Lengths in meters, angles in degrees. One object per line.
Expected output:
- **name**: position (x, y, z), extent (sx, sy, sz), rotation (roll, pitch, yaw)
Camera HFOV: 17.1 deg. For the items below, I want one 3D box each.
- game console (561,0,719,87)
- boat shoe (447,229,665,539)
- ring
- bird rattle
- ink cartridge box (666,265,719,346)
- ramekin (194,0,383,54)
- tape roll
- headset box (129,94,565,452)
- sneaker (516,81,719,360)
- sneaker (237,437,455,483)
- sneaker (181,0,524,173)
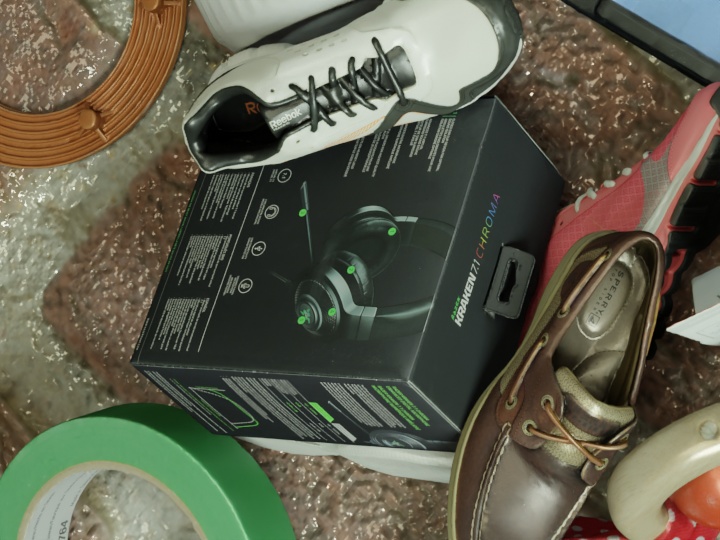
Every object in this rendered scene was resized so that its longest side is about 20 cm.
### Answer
- **game console**: position (0.205, -0.189, 1.278), extent (0.200, 0.116, 0.176), rotation (34, 98, 22)
- **boat shoe**: position (0.105, 0.069, 1.216), extent (0.072, 0.072, 0.200), rotation (29, 80, -9)
- **ring**: position (-0.201, -0.164, 1.495), extent (0.200, 0.019, 0.201), rotation (-2, 85, 22)
- **bird rattle**: position (0.186, 0.106, 1.244), extent (0.199, 0.163, 0.113), rotation (-16, 61, 11)
- **ink cartridge box**: position (0.238, -0.016, 1.202), extent (0.160, 0.200, 0.047), rotation (-28, 76, 18)
- **ramekin**: position (-0.011, -0.189, 1.329), extent (0.202, 0.202, 0.094), rotation (-19, 90, 20)
- **tape roll**: position (-0.129, 0.179, 1.393), extent (0.200, 0.048, 0.201), rotation (5, 99, 30)
- **headset box**: position (0.000, 0.000, 1.308), extent (0.200, 0.093, 0.175), rotation (1, 62, 34)
- **sneaker**: position (0.142, -0.024, 1.310), extent (0.087, 0.074, 0.200), rotation (33, 102, 26)
- **sneaker**: position (0.010, 0.068, 1.364), extent (0.199, 0.075, 0.089), rotation (11, 78, 24)
- **sneaker**: position (-0.006, -0.094, 1.248), extent (0.200, 0.080, 0.074), rotation (-20, 104, 29)
